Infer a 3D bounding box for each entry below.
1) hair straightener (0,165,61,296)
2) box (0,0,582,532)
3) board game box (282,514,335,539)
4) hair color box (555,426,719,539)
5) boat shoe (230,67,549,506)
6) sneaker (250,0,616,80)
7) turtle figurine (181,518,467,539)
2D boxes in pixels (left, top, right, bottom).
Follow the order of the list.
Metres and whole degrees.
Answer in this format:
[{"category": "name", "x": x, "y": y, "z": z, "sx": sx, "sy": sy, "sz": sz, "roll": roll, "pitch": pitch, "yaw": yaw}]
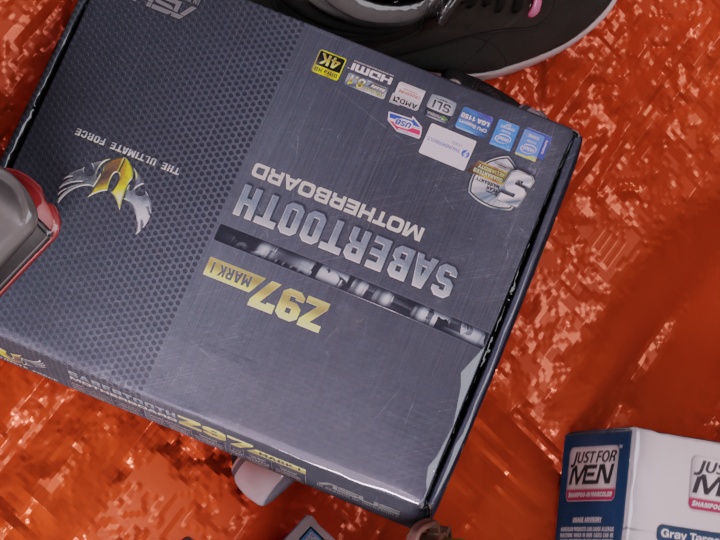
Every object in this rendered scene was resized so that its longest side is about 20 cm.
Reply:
[{"category": "hair straightener", "x": -0.190, "y": 0.036, "z": 0.886, "sx": 0.200, "sy": 0.077, "sz": 0.041, "roll": -41, "pitch": 83, "yaw": 0}, {"category": "box", "x": -0.036, "y": -0.013, "z": 0.958, "sx": 0.199, "sy": 0.051, "sz": 0.158, "roll": 22, "pitch": 75, "yaw": 6}, {"category": "board game box", "x": 0.006, "y": 0.211, "z": 0.976, "sx": 0.200, "sy": 0.034, "sz": 0.135, "roll": 42, "pitch": 67, "yaw": 4}, {"category": "hair color box", "x": 0.131, "y": 0.172, "z": 1.065, "sx": 0.099, "sy": 0.060, "sz": 0.201, "roll": 11, "pitch": 81, "yaw": -24}, {"category": "boat shoe", "x": 0.000, "y": 0.000, "z": 1.016, "sx": 0.066, "sy": 0.070, "sz": 0.200, "roll": 36, "pitch": 75, "yaw": 5}, {"category": "sneaker", "x": 0.039, "y": -0.118, "z": 1.025, "sx": 0.199, "sy": 0.099, "sz": 0.071, "roll": -4, "pitch": 85, "yaw": -28}, {"category": "turtle figurine", "x": 0.015, "y": 0.120, "z": 0.906, "sx": 0.160, "sy": 0.200, "sz": 0.065, "roll": 1, "pitch": 87, "yaw": 13}]
